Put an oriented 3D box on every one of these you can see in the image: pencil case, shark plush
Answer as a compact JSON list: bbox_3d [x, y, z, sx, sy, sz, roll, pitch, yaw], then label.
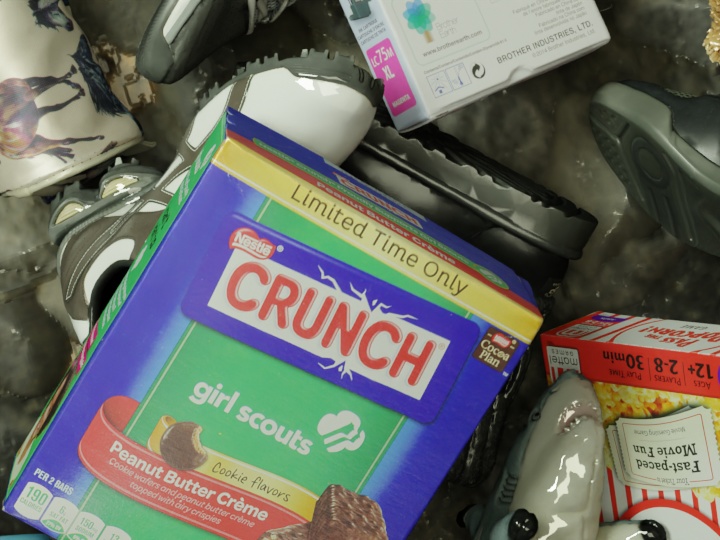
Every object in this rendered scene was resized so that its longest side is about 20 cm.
[{"bbox_3d":[-0.179,-0.134,1.250,0.078,0.089,0.200,-24,88,32],"label":"pencil case"},{"bbox_3d":[0.075,0.143,1.226,0.091,0.200,0.083,-2,47,-25],"label":"shark plush"}]

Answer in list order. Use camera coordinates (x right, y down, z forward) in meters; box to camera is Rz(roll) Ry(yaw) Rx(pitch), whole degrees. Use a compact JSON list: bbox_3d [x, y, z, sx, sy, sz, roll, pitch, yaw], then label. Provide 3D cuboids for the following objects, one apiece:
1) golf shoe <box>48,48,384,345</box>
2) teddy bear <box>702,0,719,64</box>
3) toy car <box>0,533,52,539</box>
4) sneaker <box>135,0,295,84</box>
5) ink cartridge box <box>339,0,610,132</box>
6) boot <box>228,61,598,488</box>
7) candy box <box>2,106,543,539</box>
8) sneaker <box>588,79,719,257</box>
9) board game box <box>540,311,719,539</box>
[{"bbox_3d":[-0.064,-0.027,1.174,0.200,0.095,0.078,-34,134,31],"label":"golf shoe"},{"bbox_3d":[0.187,-0.197,1.268,0.145,0.067,0.200,-44,82,-6],"label":"teddy bear"},{"bbox_3d":[-0.126,0.223,1.226,0.200,0.177,0.185,-1,81,-29],"label":"toy car"},{"bbox_3d":[-0.017,-0.151,1.244,0.115,0.075,0.200,37,77,-5],"label":"sneaker"},{"bbox_3d":[0.031,-0.180,1.215,0.119,0.042,0.200,-24,92,-30],"label":"ink cartridge box"},{"bbox_3d":[0.000,0.001,1.249,0.211,0.079,0.158,29,102,13],"label":"boot"},{"bbox_3d":[-0.039,0.055,1.124,0.169,0.077,0.200,29,100,-12],"label":"candy box"},{"bbox_3d":[0.210,-0.060,1.230,0.114,0.199,0.076,-39,131,-23],"label":"sneaker"},{"bbox_3d":[0.168,0.126,1.194,0.046,0.151,0.200,-19,105,-37],"label":"board game box"}]
